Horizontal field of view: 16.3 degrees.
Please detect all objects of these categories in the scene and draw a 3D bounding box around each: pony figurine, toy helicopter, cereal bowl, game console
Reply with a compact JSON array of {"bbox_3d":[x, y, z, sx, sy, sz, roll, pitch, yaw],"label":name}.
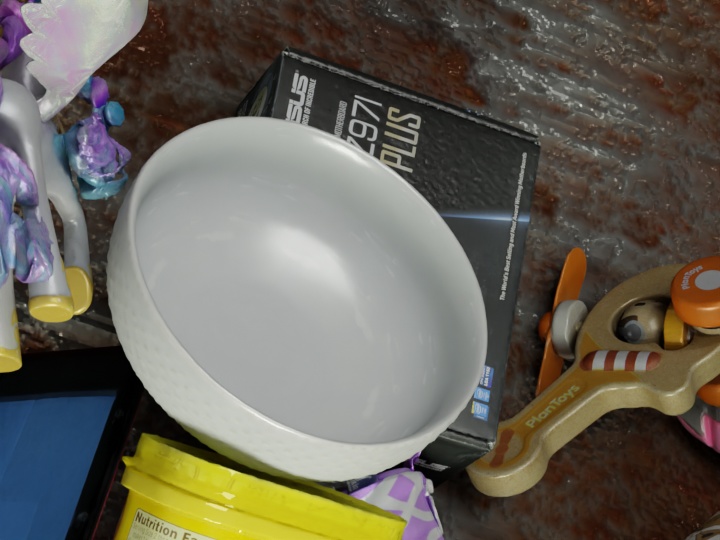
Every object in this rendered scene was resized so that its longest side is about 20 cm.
[{"bbox_3d":[-0.175,-0.073,1.219,0.166,0.193,0.200,-4,69,6],"label":"pony figurine"},{"bbox_3d":[0.131,0.058,1.441,0.200,0.132,0.079,-37,131,-23],"label":"toy helicopter"},{"bbox_3d":[-0.041,0.024,1.274,0.200,0.083,0.200,17,50,-20],"label":"cereal bowl"},{"bbox_3d":[-0.224,0.107,1.251,0.172,0.119,0.200,25,62,-14],"label":"game console"}]

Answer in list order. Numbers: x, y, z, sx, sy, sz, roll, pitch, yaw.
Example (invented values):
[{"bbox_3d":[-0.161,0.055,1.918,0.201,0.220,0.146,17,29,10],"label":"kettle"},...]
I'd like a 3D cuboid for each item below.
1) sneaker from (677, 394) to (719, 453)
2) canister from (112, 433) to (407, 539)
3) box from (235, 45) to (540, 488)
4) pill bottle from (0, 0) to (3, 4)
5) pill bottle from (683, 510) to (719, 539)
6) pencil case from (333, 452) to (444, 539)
[{"bbox_3d":[0.283,0.083,1.515,0.200,0.095,0.079,7,92,2],"label":"sneaker"},{"bbox_3d":[-0.075,0.197,1.249,0.148,0.087,0.200,21,88,-37],"label":"canister"},{"bbox_3d":[0.000,0.000,1.410,0.164,0.086,0.200,19,64,-16],"label":"box"},{"bbox_3d":[-0.255,-0.102,1.320,0.116,0.116,0.200,20,63,-16],"label":"pill bottle"},{"bbox_3d":[0.186,0.212,1.363,0.200,0.114,0.114,-30,84,-49],"label":"pill bottle"},{"bbox_3d":[0.034,0.199,1.348,0.085,0.084,0.200,-22,84,-20],"label":"pencil case"}]
